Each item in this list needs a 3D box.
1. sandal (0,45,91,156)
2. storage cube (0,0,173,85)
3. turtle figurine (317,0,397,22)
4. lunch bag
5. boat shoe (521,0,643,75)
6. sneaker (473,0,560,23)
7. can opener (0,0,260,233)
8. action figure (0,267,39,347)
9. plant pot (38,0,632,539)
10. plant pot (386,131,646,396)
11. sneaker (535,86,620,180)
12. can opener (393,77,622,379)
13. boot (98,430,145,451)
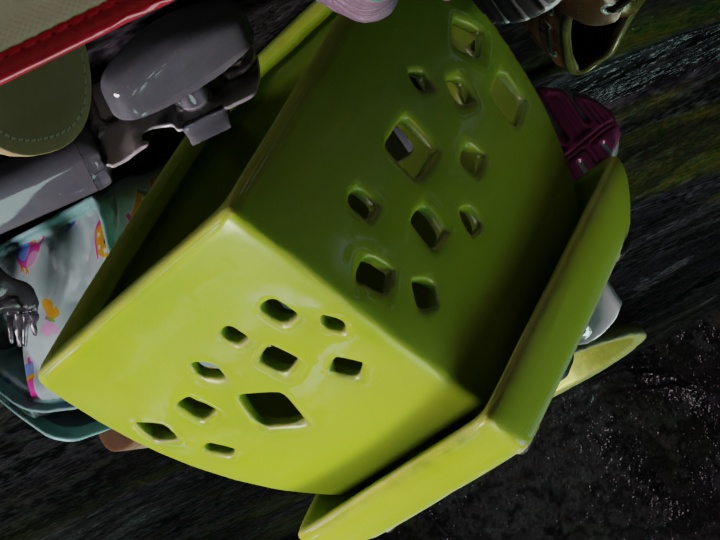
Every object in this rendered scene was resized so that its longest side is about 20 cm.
[{"bbox_3d":[-0.175,-0.079,0.918,0.069,0.078,0.212,-2,-178,19],"label":"sandal"},{"bbox_3d":[-0.145,-0.116,0.446,0.199,0.181,0.171,-26,170,1],"label":"storage cube"},{"bbox_3d":[0.021,-0.150,0.928,0.149,0.101,0.200,-24,175,-4],"label":"turtle figurine"},{"bbox_3d":[-0.110,0.014,1.363,0.170,0.123,0.200,-18,174,-38],"label":"lunch bag"},{"bbox_3d":[0.123,-0.155,1.201,0.072,0.068,0.200,-21,168,-11],"label":"boat shoe"},{"bbox_3d":[0.104,-0.171,1.062,0.090,0.078,0.200,-27,174,-33],"label":"sneaker"},{"bbox_3d":[-0.139,-0.067,1.125,0.199,0.053,0.067,-24,138,-2],"label":"can opener"},{"bbox_3d":[-0.257,0.052,1.235,0.199,0.103,0.119,-23,-163,-34],"label":"action figure"},{"bbox_3d":[0.000,0.000,1.157,0.200,0.181,0.199,-38,-163,51],"label":"plant pot"},{"bbox_3d":[0.036,-0.001,1.443,0.200,0.185,0.200,-24,171,-4],"label":"plant pot"},{"bbox_3d":[0.074,-0.059,1.572,0.199,0.082,0.088,-20,174,22],"label":"sneaker"},{"bbox_3d":[0.068,-0.038,1.303,0.052,0.201,0.066,-29,-170,22],"label":"can opener"},{"bbox_3d":[-0.090,0.080,1.885,0.154,0.074,0.200,-14,177,-42],"label":"boot"}]
